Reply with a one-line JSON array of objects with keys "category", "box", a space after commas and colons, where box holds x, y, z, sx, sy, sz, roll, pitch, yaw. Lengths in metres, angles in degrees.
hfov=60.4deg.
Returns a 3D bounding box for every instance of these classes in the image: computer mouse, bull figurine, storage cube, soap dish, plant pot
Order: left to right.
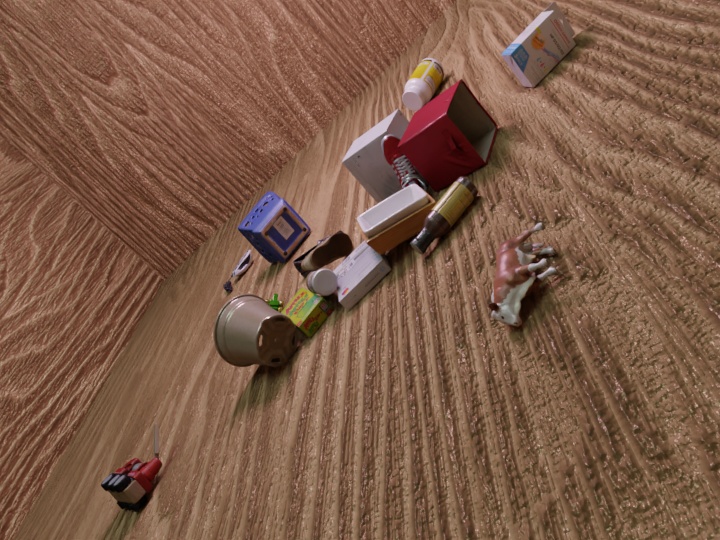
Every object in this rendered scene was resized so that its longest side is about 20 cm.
[{"category": "computer mouse", "box": [-0.516, 0.004, 2.645, 0.202, 0.044, 0.109, -56, 17, -7]}, {"category": "plant pot", "box": [-0.266, 0.175, 1.662, 0.181, 0.201, 0.202, 7, 54, 50]}, {"category": "plant pot", "box": [-0.314, -0.156, 2.324, 0.201, 0.200, 0.179, -50, 26, -13]}, {"category": "soap dish", "box": [0.093, -0.130, 1.571, 0.197, 0.082, 0.158, -30, 22, 2]}, {"category": "storage cube", "box": [0.230, -0.351, 1.628, 0.178, 0.171, 0.202, -26, 29, 43]}, {"category": "bull figurine", "box": [0.272, 0.004, 1.051, 0.120, 0.065, 0.202, -30, 28, 29]}]

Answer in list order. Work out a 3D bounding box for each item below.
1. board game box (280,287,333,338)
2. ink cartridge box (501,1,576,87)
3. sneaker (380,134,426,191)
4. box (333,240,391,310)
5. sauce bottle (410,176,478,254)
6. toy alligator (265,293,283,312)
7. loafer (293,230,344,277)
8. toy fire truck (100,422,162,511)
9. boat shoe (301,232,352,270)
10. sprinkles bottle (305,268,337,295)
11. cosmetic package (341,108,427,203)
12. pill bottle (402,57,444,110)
[{"category": "board game box", "box": [-0.151, 0.113, 1.709, 0.102, 0.048, 0.199, -51, 21, -10]}, {"category": "ink cartridge box", "box": [0.491, -0.607, 1.659, 0.200, 0.115, 0.068, -45, 21, 4]}, {"category": "sneaker", "box": [0.120, -0.264, 1.662, 0.070, 0.202, 0.113, -27, 30, 8]}, {"category": "box", "box": [0.000, 0.000, 1.628, 0.156, 0.041, 0.201, -44, 20, 10]}, {"category": "sauce bottle", "box": [0.192, -0.126, 1.445, 0.201, 0.065, 0.065, -48, 21, -7]}, {"category": "toy alligator", "box": [-0.269, 0.140, 1.894, 0.201, 0.058, 0.056, -95, 10, -62]}, {"category": "loafer", "box": [-0.131, -0.062, 1.968, 0.199, 0.063, 0.072, -41, 21, 14]}, {"category": "toy fire truck", "box": [-0.625, 0.555, 1.759, 0.174, 0.130, 0.200, -21, 20, 49]}, {"category": "boat shoe", "box": [-0.098, -0.055, 1.804, 0.064, 0.073, 0.199, -22, 5, 41]}, {"category": "sprinkles bottle", "box": [-0.107, 0.032, 1.684, 0.069, 0.068, 0.200, -48, 7, -8]}, {"category": "cosmetic package", "box": [0.089, -0.319, 1.806, 0.198, 0.199, 0.124, -27, 26, 41]}, {"category": "pill bottle", "box": [0.234, -0.701, 2.343, 0.111, 0.112, 0.202, -18, 34, 51]}]
